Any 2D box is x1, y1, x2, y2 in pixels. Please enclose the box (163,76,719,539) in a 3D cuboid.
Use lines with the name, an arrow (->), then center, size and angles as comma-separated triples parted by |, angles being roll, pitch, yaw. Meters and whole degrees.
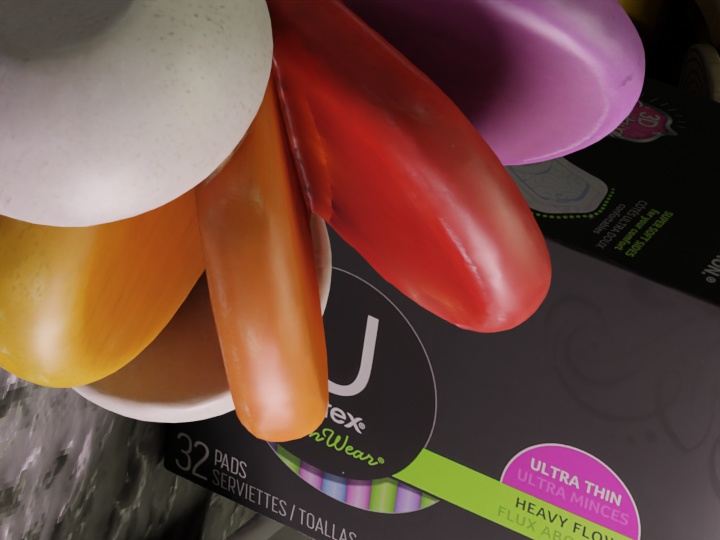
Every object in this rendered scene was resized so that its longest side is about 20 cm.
box -> 0.055, 0.019, 0.743 | 0.124, 0.200, 0.149 | -38, 143, -49

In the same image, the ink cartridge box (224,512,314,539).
ink cartridge box -> -0.087, 0.190, 0.793 | 0.200, 0.050, 0.161 | -58, 171, 19

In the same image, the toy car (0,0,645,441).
toy car -> -0.008, -0.052, 0.558 | 0.175, 0.150, 0.200 | 74, 36, -64

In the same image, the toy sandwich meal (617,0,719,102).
toy sandwich meal -> 0.080, -0.030, 0.861 | 0.205, 0.070, 0.206 | -174, -90, -72
